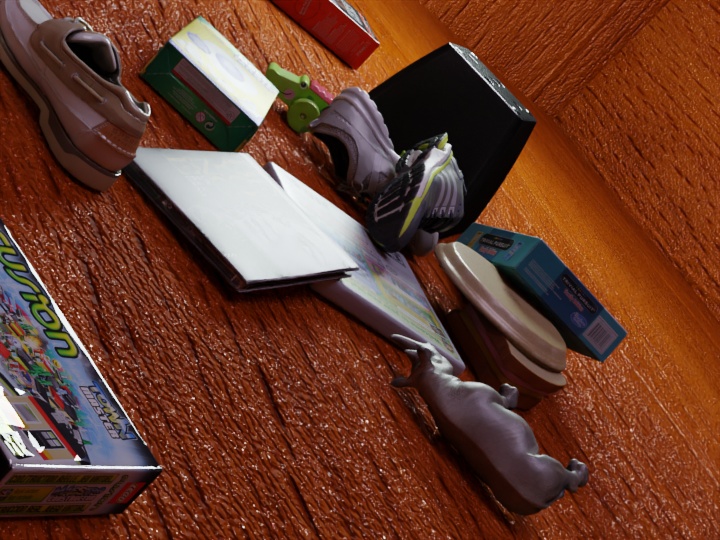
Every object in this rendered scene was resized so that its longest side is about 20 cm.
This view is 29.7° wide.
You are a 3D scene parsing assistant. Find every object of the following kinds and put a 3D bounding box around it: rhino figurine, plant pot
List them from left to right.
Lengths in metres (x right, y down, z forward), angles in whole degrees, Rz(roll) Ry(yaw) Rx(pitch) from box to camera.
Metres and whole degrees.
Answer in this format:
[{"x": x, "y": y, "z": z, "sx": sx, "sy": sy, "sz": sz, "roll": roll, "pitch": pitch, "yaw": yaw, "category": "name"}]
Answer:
[{"x": 0.112, "y": -0.176, "z": 1.733, "sx": 0.200, "sy": 0.177, "sz": 0.199, "roll": 48, "pitch": 15, "yaw": 7, "category": "plant pot"}, {"x": 0.095, "y": 0.121, "z": 1.118, "sx": 0.200, "sy": 0.060, "sz": 0.087, "roll": 46, "pitch": 25, "yaw": 14, "category": "rhino figurine"}]

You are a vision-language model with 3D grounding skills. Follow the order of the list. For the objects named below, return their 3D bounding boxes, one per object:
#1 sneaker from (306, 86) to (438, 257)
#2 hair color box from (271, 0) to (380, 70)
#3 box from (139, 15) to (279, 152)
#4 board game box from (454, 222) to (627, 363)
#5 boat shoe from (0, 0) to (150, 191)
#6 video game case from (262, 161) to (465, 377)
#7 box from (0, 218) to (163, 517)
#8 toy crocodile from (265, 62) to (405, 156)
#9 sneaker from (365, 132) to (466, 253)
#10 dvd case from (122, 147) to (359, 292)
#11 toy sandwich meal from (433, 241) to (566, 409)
[{"x": 0.010, "y": -0.095, "z": 1.481, "sx": 0.201, "sy": 0.082, "sz": 0.075, "roll": 57, "pitch": -25, "yaw": -3, "category": "sneaker"}, {"x": -0.067, "y": -0.404, "z": 2.083, "sx": 0.199, "sy": 0.061, "sz": 0.102, "roll": 34, "pitch": 19, "yaw": -33, "category": "hair color box"}, {"x": -0.140, "y": -0.185, "z": 1.325, "sx": 0.117, "sy": 0.048, "sz": 0.200, "roll": 43, "pitch": 13, "yaw": -11, "category": "box"}, {"x": 0.198, "y": 0.020, "z": 1.539, "sx": 0.151, "sy": 0.047, "sz": 0.200, "roll": 46, "pitch": -6, "yaw": -17, "category": "board game box"}, {"x": -0.208, "y": -0.147, "z": 0.991, "sx": 0.075, "sy": 0.068, "sz": 0.200, "roll": 24, "pitch": 26, "yaw": -55, "category": "boat shoe"}, {"x": 0.000, "y": 0.000, "z": 1.260, "sx": 0.200, "sy": 0.022, "sz": 0.183, "roll": 35, "pitch": 18, "yaw": -38, "category": "video game case"}, {"x": -0.186, "y": 0.029, "z": 0.650, "sx": 0.200, "sy": 0.035, "sz": 0.110, "roll": 52, "pitch": 16, "yaw": 23, "category": "box"}, {"x": -0.030, "y": -0.166, "z": 1.543, "sx": 0.200, "sy": 0.062, "sz": 0.068, "roll": 43, "pitch": 15, "yaw": -9, "category": "toy crocodile"}, {"x": 0.068, "y": -0.069, "z": 1.388, "sx": 0.081, "sy": 0.074, "sz": 0.200, "roll": 54, "pitch": 34, "yaw": -14, "category": "sneaker"}, {"x": -0.093, "y": -0.044, "z": 1.086, "sx": 0.149, "sy": 0.016, "sz": 0.200, "roll": 45, "pitch": 18, "yaw": 16, "category": "dvd case"}, {"x": 0.136, "y": 0.056, "z": 1.402, "sx": 0.205, "sy": 0.070, "sz": 0.205, "roll": 40, "pitch": 12, "yaw": -11, "category": "toy sandwich meal"}]
